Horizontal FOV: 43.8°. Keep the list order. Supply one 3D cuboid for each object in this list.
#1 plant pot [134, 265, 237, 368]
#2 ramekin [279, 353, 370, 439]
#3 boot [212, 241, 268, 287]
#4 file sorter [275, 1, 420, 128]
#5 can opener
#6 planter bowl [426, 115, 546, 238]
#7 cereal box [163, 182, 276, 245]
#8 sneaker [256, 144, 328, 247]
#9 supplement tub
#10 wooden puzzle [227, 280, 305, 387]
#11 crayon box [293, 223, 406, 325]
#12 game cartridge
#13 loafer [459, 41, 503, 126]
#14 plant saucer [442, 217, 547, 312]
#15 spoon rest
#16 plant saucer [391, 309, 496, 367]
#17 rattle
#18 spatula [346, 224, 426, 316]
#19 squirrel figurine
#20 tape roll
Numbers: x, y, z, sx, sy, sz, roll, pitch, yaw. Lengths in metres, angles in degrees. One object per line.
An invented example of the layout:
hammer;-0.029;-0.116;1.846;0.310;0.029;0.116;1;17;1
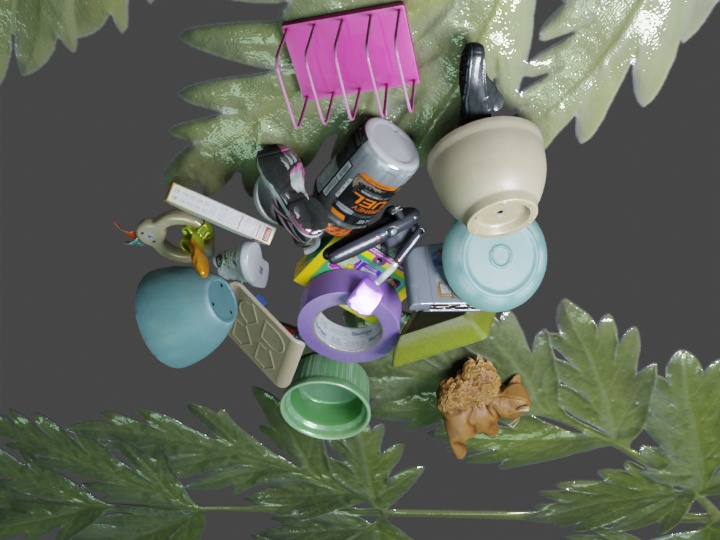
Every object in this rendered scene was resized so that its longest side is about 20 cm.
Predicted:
plant pot;-0.320;0.076;1.742;0.134;0.201;0.200;-18;128;26
ramekin;-0.072;0.272;1.964;0.198;0.098;0.201;4;133;4
boot;-0.236;-0.011;1.698;0.095;0.074;0.200;8;165;5
file sorter;-0.019;-0.312;1.400;0.198;0.126;0.140;-6;131;13
can opener;0.024;-0.061;1.614;0.199;0.063;0.079;-25;106;-23
planter bowl;0.220;-0.139;1.475;0.199;0.136;0.201;-9;153;-5
cereal box;-0.257;-0.102;1.626;0.199;0.144;0.040;23;88;-15
sneaker;-0.131;-0.123;1.555;0.080;0.201;0.086;-12;153;-28
supplement tub;0.000;-0.156;1.544;0.122;0.123;0.200;29;130;-19
wooden puzzle;-0.199;0.127;1.834;0.200;0.046;0.186;40;143;13
crayon box;0.000;0.000;1.731;0.199;0.059;0.173;30;131;-20
game cartridge;0.179;0.012;1.659;0.198;0.134;0.042;0;154;-10
loafer;0.196;-0.281;1.444;0.070;0.068;0.201;-6;137;2
plant saucer;0.246;-0.025;1.603;0.198;0.036;0.202;0;91;-9
spoon rest;-0.127;-0.105;1.636;0.060;0.100;0.200;-7;143;32
plant saucer;0.160;0.098;1.726;0.199;0.200;0.048;-21;104;24
rattle;-0.380;-0.035;1.700;0.198;0.144;0.130;4;151;-4
spatula;0.055;-0.003;1.638;0.056;0.021;0.200;39;94;-14
squirrel figurine;0.263;0.278;1.904;0.185;0.142;0.201;-15;132;12
tape roll;-0.020;0.090;1.735;0.198;0.066;0.201;4;135;4
